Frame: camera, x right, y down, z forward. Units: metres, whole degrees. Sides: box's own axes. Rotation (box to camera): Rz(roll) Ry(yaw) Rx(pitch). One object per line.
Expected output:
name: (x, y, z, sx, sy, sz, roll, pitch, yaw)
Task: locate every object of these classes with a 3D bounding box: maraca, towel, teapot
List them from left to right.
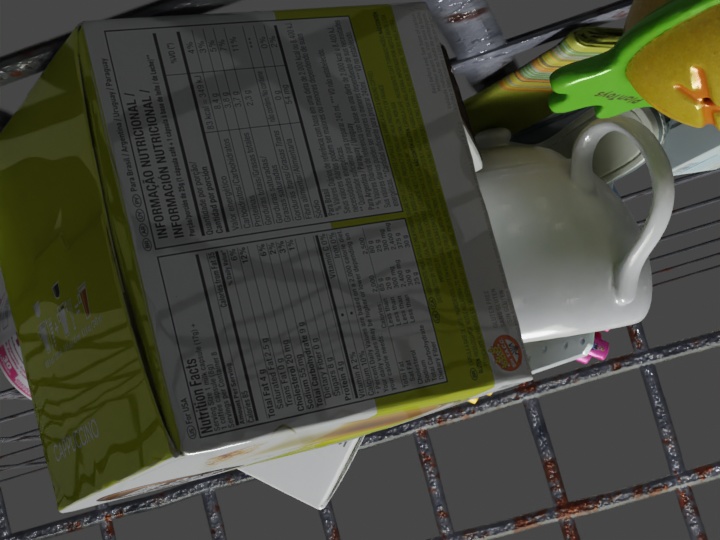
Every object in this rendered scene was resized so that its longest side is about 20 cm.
teapot: (0.106, -0.026, 0.973, 0.197, 0.148, 0.197, -8, 179, 4)
towel: (0.107, -0.118, 0.946, 0.085, 0.018, 0.199, -2, 166, -36)
maraca: (0.190, -0.122, 0.747, 0.136, 0.108, 0.199, 4, 160, -44)

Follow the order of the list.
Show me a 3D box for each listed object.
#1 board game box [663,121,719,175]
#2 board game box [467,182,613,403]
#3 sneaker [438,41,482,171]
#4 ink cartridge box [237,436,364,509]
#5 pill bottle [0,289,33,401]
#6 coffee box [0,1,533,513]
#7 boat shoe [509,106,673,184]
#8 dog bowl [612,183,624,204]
board game box: (0.340, -0.133, 1.101, 0.198, 0.065, 0.147, -8, 170, -34)
board game box: (0.146, -0.003, 1.155, 0.026, 0.202, 0.200, 21, 156, -22)
sneaker: (0.025, -0.078, 0.847, 0.084, 0.074, 0.200, -17, 172, 1)
ink cartridge box: (-0.069, 0.094, 1.139, 0.146, 0.086, 0.200, 26, -168, -3)
pill bottle: (-0.183, 0.026, 1.002, 0.112, 0.115, 0.200, -10, 169, -31)
coffee box: (-0.065, -0.003, 0.734, 0.196, 0.203, 0.199, -10, 169, -31)
boat shoe: (0.149, -0.082, 1.061, 0.199, 0.073, 0.062, -25, -175, 44)
dog bowl: (0.181, -0.051, 1.386, 0.110, 0.050, 0.200, -13, 170, -20)
